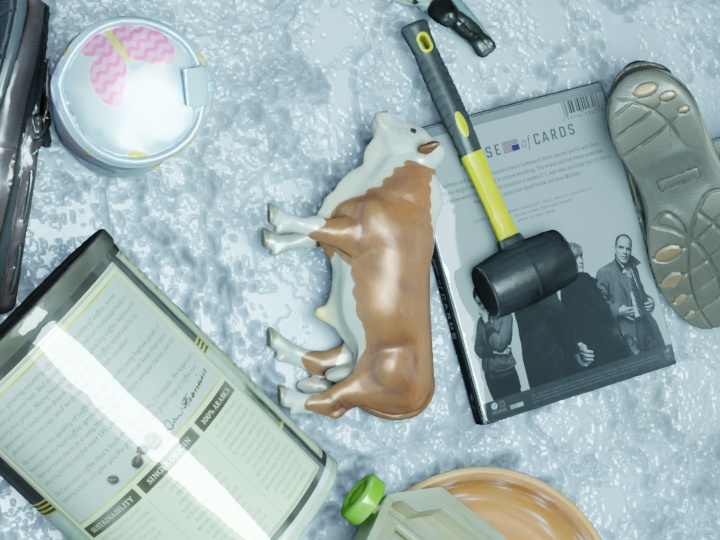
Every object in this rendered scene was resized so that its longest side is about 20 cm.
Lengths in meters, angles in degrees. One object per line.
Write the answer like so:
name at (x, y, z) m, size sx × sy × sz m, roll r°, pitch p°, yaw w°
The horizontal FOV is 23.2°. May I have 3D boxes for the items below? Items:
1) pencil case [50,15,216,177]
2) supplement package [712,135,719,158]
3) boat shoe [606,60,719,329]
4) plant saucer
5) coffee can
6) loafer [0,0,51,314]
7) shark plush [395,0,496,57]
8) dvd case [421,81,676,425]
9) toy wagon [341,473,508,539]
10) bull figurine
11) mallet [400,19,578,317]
pencil case at (-0.135, -0.098, 1.026) m, size 0.090 × 0.200 × 0.084 m, roll 11°, pitch 90°, yaw -8°
supplement package at (0.356, -0.050, 1.211) m, size 0.199 × 0.111 × 0.157 m, roll -21°, pitch 92°, yaw -16°
boat shoe at (0.220, -0.056, 1.184) m, size 0.074 × 0.073 × 0.201 m, roll -14°, pitch 117°, yaw 14°
plant saucer at (0.074, 0.229, 1.148) m, size 0.199 × 0.037 × 0.202 m, roll 1°, pitch 86°, yaw -17°
coffee can at (-0.133, 0.097, 1.038) m, size 0.200 × 0.146 × 0.146 m, roll 45°, pitch 76°, yaw -9°
loafer at (-0.220, -0.070, 1.073) m, size 0.063 × 0.072 × 0.201 m, roll 17°, pitch 88°, yaw -34°
shark plush at (0.029, -0.227, 1.153) m, size 0.200 × 0.091 × 0.083 m, roll 40°, pitch 46°, yaw -6°
dvd case at (0.121, -0.013, 1.184) m, size 0.149 × 0.025 × 0.201 m, roll -15°, pitch 90°, yaw -17°
toy wagon at (0.036, 0.221, 1.048) m, size 0.155 × 0.040 × 0.200 m, roll 39°, pitch 44°, yaw -11°
bull figurine at (0.000, 0.000, 1.119) m, size 0.121 × 0.065 × 0.201 m, roll -5°, pitch 96°, yaw -11°
mallet at (0.084, -0.073, 1.149) m, size 0.065 × 0.041 × 0.201 m, roll -16°, pitch 87°, yaw -14°
